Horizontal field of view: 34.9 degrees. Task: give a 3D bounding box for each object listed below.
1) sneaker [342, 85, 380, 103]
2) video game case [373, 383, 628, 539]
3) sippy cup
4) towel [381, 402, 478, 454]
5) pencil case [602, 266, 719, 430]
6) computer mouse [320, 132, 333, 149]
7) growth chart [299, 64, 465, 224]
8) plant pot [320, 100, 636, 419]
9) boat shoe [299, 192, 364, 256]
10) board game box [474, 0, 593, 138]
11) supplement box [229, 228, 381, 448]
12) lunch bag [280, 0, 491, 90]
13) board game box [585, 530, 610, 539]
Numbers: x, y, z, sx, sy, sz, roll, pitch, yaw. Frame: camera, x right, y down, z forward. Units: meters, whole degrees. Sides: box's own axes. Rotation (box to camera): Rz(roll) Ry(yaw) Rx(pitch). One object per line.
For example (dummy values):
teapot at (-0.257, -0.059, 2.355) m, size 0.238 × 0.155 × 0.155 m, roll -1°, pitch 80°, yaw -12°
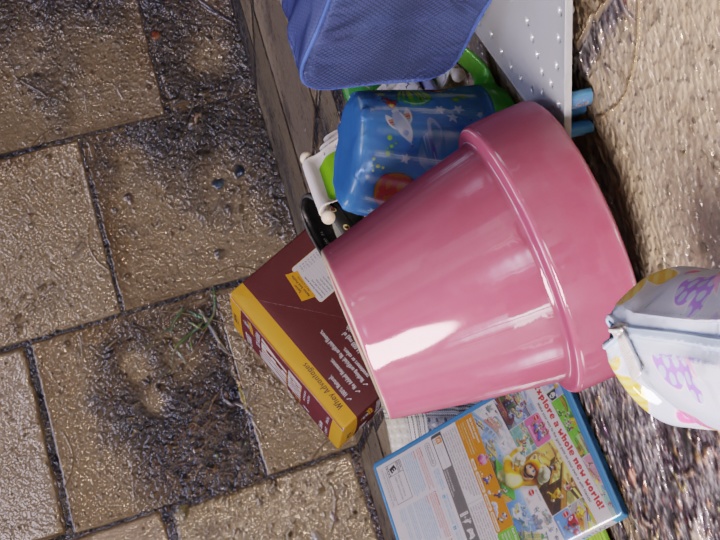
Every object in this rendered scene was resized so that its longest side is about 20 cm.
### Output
sneaker at (0.030, -0.157, 1.214) m, size 0.083 × 0.074 × 0.201 m, roll 26°, pitch -152°, yaw -50°
video game case at (0.112, 0.186, 0.973) m, size 0.018 × 0.199 × 0.145 m, roll 28°, pitch -145°, yaw -51°
sippy cup at (0.048, -0.092, 0.945) m, size 0.140 × 0.128 × 0.180 m, roll 113°, pitch 158°, yaw -48°
towel at (0.089, 0.122, 1.132) m, size 0.190 × 0.034 × 0.203 m, roll -2°, pitch 109°, yaw 37°
pencil case at (0.183, 0.035, 0.518) m, size 0.084 × 0.090 × 0.200 m, roll -66°, pitch 8°, yaw -6°
computer mouse at (0.041, -0.076, 1.243) m, size 0.199 × 0.044 × 0.110 m, roll 28°, pitch -159°, yaw -52°
growth chart at (0.019, -0.139, 1.092) m, size 0.018 × 0.200 × 0.145 m, roll 40°, pitch -173°, yaw -33°
plant pot at (0.076, 0.009, 0.803) m, size 0.200 × 0.177 × 0.203 m, roll 156°, pitch 90°, yaw -88°
boat shoe at (0.000, 0.002, 1.093) m, size 0.074 × 0.062 × 0.203 m, roll 107°, pitch 143°, yaw -50°
board game box at (0.111, -0.219, 0.779) m, size 0.201 × 0.025 × 0.202 m, roll -113°, pitch 11°, yaw -48°
supplement box at (-0.013, 0.055, 1.306) m, size 0.198 × 0.199 × 0.133 m, roll 48°, pitch 166°, yaw 10°
lunch bag at (0.013, -0.227, 0.800) m, size 0.200 × 0.134 × 0.134 m, roll 125°, pitch 133°, yaw -61°
board game box at (0.157, 0.228, 0.991) m, size 0.048 × 0.100 × 0.202 m, roll 74°, pitch 177°, yaw -60°
